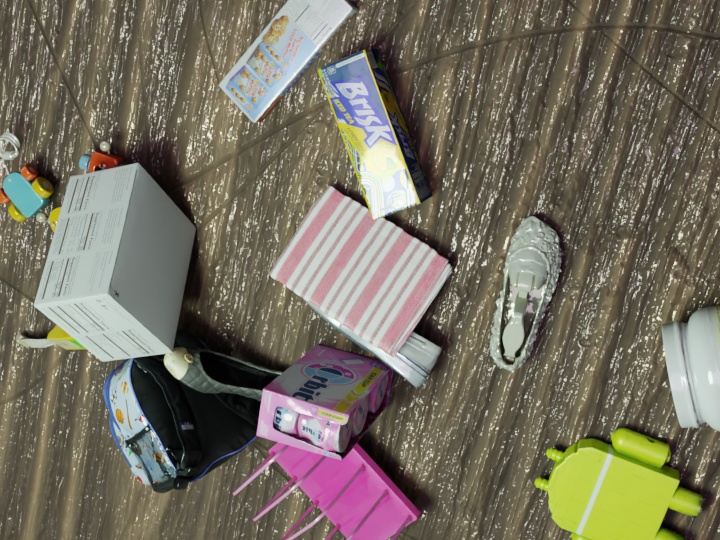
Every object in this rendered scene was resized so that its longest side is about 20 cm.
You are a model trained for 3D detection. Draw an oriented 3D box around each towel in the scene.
[{"bbox_3d":[0.000,0.000,1.255,0.200,0.030,0.147,33,81,10],"label":"towel"}]

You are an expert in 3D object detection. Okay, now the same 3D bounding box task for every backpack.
[{"bbox_3d":[-0.255,0.189,1.343,0.154,0.200,0.191,-25,91,35],"label":"backpack"}]

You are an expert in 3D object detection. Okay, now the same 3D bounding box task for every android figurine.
[{"bbox_3d":[0.325,0.289,1.246,0.199,0.041,0.183,19,108,12],"label":"android figurine"}]

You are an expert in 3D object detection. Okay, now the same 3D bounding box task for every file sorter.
[{"bbox_3d":[-0.053,0.316,1.310,0.200,0.125,0.139,47,131,2],"label":"file sorter"}]

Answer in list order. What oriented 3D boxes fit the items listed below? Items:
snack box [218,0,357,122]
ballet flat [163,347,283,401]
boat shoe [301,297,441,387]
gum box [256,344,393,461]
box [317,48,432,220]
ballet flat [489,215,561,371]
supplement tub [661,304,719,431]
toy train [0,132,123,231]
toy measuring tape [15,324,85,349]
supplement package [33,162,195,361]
[{"bbox_3d":[-0.095,-0.285,1.250,0.072,0.024,0.200,46,112,3],"label":"snack box"},{"bbox_3d":[-0.171,0.135,1.313,0.199,0.067,0.057,18,134,-32],"label":"ballet flat"},{"bbox_3d":[0.017,0.071,1.287,0.200,0.074,0.067,36,84,7],"label":"boat shoe"},{"bbox_3d":[-0.043,0.166,1.248,0.113,0.200,0.066,14,107,16],"label":"gum box"},{"bbox_3d":[0.019,-0.171,1.220,0.070,0.064,0.201,-18,96,21],"label":"box"},{"bbox_3d":[0.205,0.035,1.211,0.071,0.072,0.201,13,106,15],"label":"ballet flat"},{"bbox_3d":[0.455,0.104,1.103,0.199,0.145,0.146,-11,99,20],"label":"supplement tub"},{"bbox_3d":[-0.417,-0.125,1.380,0.199,0.056,0.151,14,106,11],"label":"toy train"},{"bbox_3d":[-0.431,0.078,1.436,0.199,0.073,0.074,-4,102,37],"label":"toy measuring tape"},{"bbox_3d":[-0.311,-0.008,1.269,0.110,0.156,0.201,-8,56,20],"label":"supplement package"}]
